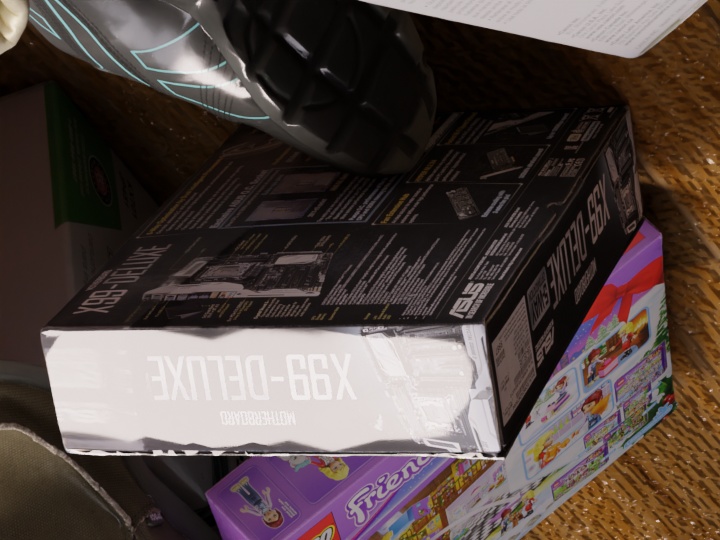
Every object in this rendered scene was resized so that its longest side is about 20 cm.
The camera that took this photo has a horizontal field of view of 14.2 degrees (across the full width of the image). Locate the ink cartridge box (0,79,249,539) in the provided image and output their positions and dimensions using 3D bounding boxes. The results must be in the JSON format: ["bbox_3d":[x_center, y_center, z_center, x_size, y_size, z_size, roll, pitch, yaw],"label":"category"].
[{"bbox_3d":[-0.105,0.045,1.156,0.083,0.147,0.200,-21,141,14],"label":"ink cartridge box"}]

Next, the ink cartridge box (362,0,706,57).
[{"bbox_3d":[0.028,-0.127,0.891,0.200,0.050,0.109,10,152,-24],"label":"ink cartridge box"}]

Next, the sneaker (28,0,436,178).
[{"bbox_3d":[-0.060,-0.097,1.006,0.200,0.076,0.079,36,152,-20],"label":"sneaker"}]

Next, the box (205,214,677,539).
[{"bbox_3d":[0.037,0.069,1.132,0.039,0.200,0.137,44,163,29],"label":"box"}]

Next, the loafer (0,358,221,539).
[{"bbox_3d":[-0.106,0.099,1.049,0.075,0.070,0.200,-27,138,21],"label":"loafer"}]

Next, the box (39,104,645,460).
[{"bbox_3d":[0.000,0.000,1.015,0.157,0.200,0.050,-2,113,20],"label":"box"}]

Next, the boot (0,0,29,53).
[{"bbox_3d":[-0.194,-0.092,0.893,0.200,0.107,0.075,-17,145,-45],"label":"boot"}]
